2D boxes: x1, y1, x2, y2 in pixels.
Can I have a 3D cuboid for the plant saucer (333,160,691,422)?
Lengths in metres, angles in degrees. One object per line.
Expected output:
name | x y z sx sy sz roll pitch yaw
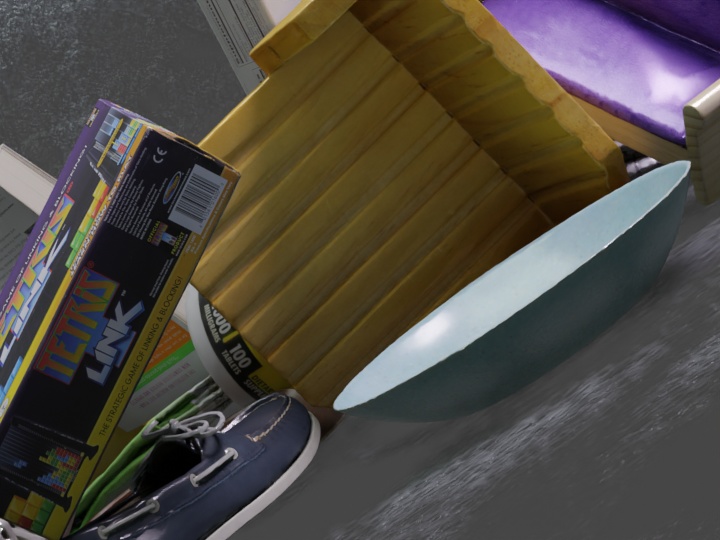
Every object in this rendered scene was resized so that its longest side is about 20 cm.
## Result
plant saucer | 0.079 0.020 1.189 0.201 0.039 0.201 -35 5 3

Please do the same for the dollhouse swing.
dollhouse swing | 0.008 -0.037 1.342 0.176 0.200 0.182 -45 7 -13

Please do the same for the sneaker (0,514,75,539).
sneaker | -0.204 0.167 1.416 0.080 0.076 0.200 -33 25 56

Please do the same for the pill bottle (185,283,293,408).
pill bottle | 0.000 0.000 1.524 0.200 0.113 0.112 -33 5 33

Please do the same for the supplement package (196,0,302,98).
supplement package | 0.024 -0.165 1.487 0.200 0.156 0.111 -30 7 -18

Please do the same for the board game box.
board game box | -0.141 0.019 1.288 0.200 0.057 0.165 -64 18 0

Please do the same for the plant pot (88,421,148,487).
plant pot | -0.212 0.076 1.832 0.201 0.189 0.201 -35 5 4

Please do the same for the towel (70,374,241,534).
towel | -0.104 0.101 1.631 0.149 0.031 0.200 -47 -7 39

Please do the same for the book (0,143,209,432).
book | -0.191 0.018 1.660 0.134 0.200 0.048 -36 28 38

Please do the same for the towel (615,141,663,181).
towel | 0.174 -0.111 1.478 0.200 0.086 0.166 -29 6 9

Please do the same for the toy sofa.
toy sofa | 0.130 -0.123 1.328 0.083 0.098 0.200 -36 44 -25

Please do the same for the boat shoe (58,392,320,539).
boat shoe | -0.089 0.110 1.306 0.075 0.062 0.200 -26 12 42

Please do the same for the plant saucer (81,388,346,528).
plant saucer | -0.097 0.124 1.466 0.200 0.032 0.200 -36 5 3
